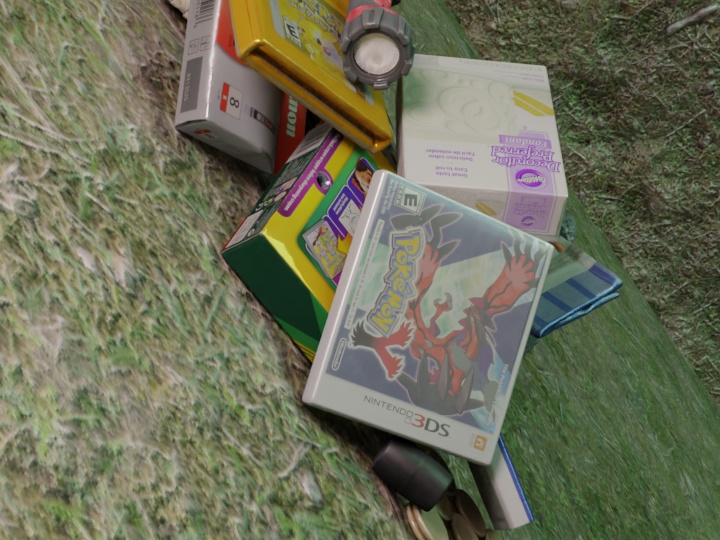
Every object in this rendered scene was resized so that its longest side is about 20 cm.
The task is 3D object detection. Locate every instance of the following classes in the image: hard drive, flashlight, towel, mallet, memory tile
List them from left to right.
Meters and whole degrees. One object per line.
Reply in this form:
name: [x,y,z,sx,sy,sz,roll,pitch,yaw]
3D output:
flashlight: [0.020,-0.238,1.221,0.068,0.068,0.201,44,28,-21]
mallet: [0.049,0.150,1.193,0.066,0.041,0.200,36,14,-5]
hard drive: [0.103,0.138,1.224,0.132,0.025,0.201,96,-27,-79]
memory tile: [0.105,0.262,1.200,0.201,0.017,0.153,54,16,-11]
towel: [0.161,-0.017,1.393,0.146,0.024,0.200,-23,54,-37]

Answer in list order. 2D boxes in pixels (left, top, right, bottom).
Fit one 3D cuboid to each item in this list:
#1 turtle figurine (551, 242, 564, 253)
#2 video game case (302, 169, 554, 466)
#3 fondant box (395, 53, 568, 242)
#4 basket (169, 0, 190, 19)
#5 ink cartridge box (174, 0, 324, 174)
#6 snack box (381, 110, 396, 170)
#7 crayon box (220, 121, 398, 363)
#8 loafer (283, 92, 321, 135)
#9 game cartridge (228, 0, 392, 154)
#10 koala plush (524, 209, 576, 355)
turtle figurine: [0.113,-0.076,1.375,0.199,0.064,0.162,10,48,-32]
video game case: [0.061,0.042,1.115,0.181,0.201,0.023,22,-10,-25]
fondant box: [0.106,-0.116,1.223,0.201,0.143,0.059,-90,-174,-46]
basket: [-0.090,-0.282,1.350,0.200,0.176,0.139,42,18,-15]
ink cartridge box: [-0.080,-0.175,1.238,0.199,0.050,0.164,22,67,-45]
snack box: [0.019,-0.130,1.330,0.201,0.024,0.072,70,15,7]
crayon box: [-0.012,-0.016,1.173,0.173,0.058,0.200,52,39,-18]
loafer: [-0.079,-0.147,1.328,0.200,0.072,0.063,39,28,-55]
game cartridge: [-0.049,-0.218,1.186,0.176,0.032,0.201,32,36,-40]
koala plush: [0.142,0.033,1.481,0.182,0.178,0.201,12,39,-12]
